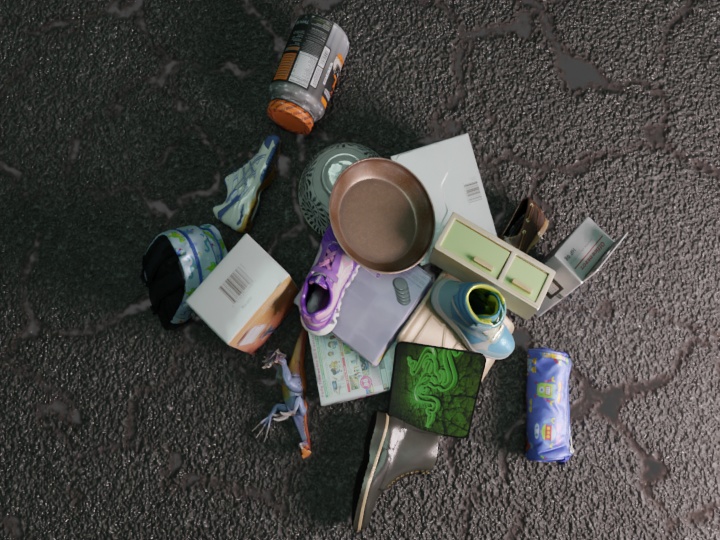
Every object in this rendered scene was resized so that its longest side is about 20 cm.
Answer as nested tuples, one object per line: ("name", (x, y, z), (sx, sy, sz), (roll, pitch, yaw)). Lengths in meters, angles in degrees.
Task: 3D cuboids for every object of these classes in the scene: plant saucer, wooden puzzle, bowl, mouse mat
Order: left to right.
("bowl", (-0.029, -0.168, 1.164), (0.193, 0.094, 0.208), (0, 79, 1))
("plant saucer", (0.034, -0.091, 1.032), (0.194, 0.037, 0.208), (6, 74, -19))
("mouse mat", (0.129, 0.214, 1.062), (0.155, 0.008, 0.206), (8, 121, 5))
("wooden puzzle", (0.170, 0.114, 1.095), (0.200, 0.046, 0.187), (45, 72, -19))

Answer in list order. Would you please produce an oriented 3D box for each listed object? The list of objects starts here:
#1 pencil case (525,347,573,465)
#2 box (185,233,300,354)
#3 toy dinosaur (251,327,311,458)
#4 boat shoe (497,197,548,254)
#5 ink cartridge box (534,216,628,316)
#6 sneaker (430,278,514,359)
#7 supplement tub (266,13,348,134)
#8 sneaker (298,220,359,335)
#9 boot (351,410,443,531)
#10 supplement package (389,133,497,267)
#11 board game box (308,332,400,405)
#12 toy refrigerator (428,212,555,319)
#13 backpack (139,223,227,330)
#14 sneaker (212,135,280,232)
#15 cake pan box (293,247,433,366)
("pencil case", (0.338, 0.242, 1.081), (0.084, 0.077, 0.208), (-3, 78, 31))
("box", (-0.197, 0.050, 1.073), (0.106, 0.200, 0.153), (40, 82, 10))
("toy dinosaur", (-0.114, 0.234, 1.098), (0.198, 0.105, 0.184), (-37, 101, -18))
("boat shoe", (0.278, -0.044, 1.133), (0.070, 0.070, 0.203), (43, 71, -31))
("ink cartridge box", (0.363, -0.012, 1.056), (0.067, 0.201, 0.115), (44, 63, 9))
("sneaker", (0.218, 0.091, 1.021), (0.198, 0.130, 0.081), (38, 74, -21))
("supplement tub", (-0.107, -0.384, 1.193), (0.119, 0.123, 0.206), (20, 81, 5))
("sneaker", (-0.055, 0.005, 1.019), (0.078, 0.089, 0.206), (15, 80, 16))
("boot", (0.065, 0.370, 1.074), (0.134, 0.077, 0.207), (16, 88, -7))
("supplement package", (0.150, -0.124, 1.131), (0.151, 0.111, 0.207), (-15, 86, -1))
("board game box", (0.009, 0.155, 1.117), (0.193, 0.064, 0.153), (-11, 78, -2))
("toy refrigerator", (0.219, -0.009, 1.015), (0.197, 0.070, 0.077), (32, 72, 8))
("backpack", (-0.319, -0.002, 1.089), (0.150, 0.200, 0.168), (-17, 77, -21))
("sneaker", (-0.223, -0.182, 1.182), (0.086, 0.075, 0.205), (22, 80, 6))
("cake pan box", (0.002, 0.035, 1.073), (0.197, 0.052, 0.187), (34, 86, 14))
